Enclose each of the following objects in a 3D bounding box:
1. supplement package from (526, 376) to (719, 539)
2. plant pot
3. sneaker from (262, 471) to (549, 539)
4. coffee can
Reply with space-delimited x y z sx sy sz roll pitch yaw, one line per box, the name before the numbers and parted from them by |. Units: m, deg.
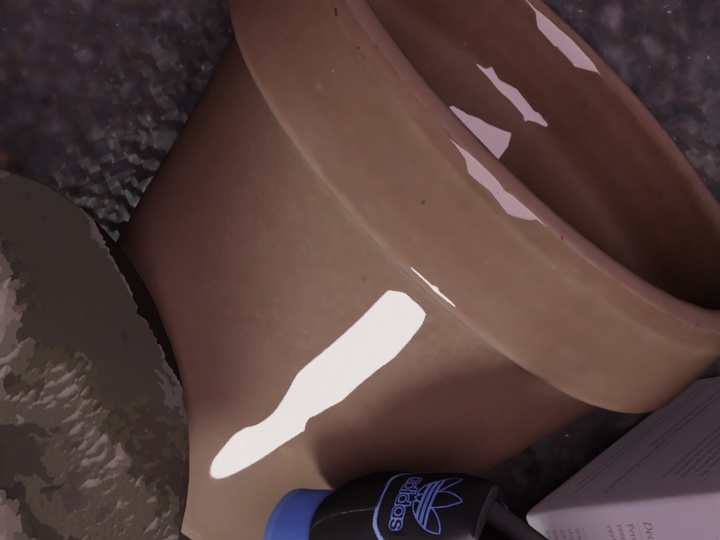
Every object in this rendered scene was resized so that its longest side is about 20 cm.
supplement package | 0.179 0.099 0.818 0.121 0.200 0.120 -31 104 -46
plant pot | 0.000 0.000 0.818 0.200 0.200 0.175 42 111 -10
sneaker | 0.052 0.135 0.775 0.200 0.078 0.070 49 47 -32
coffee can | -0.173 0.061 0.763 0.200 0.146 0.147 -13 103 37
